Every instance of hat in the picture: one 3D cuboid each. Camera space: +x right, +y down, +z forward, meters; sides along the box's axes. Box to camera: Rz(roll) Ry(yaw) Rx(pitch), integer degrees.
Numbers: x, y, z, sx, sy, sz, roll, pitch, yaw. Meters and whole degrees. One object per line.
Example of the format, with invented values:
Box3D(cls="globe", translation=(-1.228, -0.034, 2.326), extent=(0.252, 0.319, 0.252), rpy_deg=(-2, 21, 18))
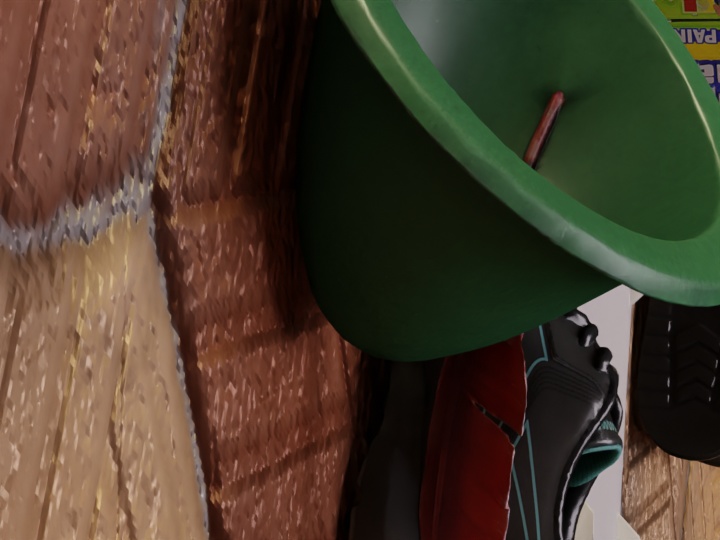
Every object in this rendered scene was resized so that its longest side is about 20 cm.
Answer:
Box3D(cls="hat", translation=(0.000, 0.000, 0.842), extent=(0.165, 0.176, 0.200), rpy_deg=(25, 35, -33))

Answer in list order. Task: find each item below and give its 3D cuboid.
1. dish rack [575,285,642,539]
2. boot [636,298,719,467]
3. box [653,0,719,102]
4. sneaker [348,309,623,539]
Box3D(cls="dish rack", translation=(0.080, 0.046, 1.127), extent=(0.172, 0.043, 0.201), rpy_deg=(34, 58, -73))
Box3D(cls="boot", translation=(0.178, -0.002, 1.466), extent=(0.138, 0.077, 0.201), rpy_deg=(42, 64, -76))
Box3D(cls="box", translation=(0.160, -0.196, 1.254), extent=(0.200, 0.121, 0.193), rpy_deg=(-71, 157, -51))
Box3D(cls="sneaker", translation=(0.045, 0.025, 0.919), extent=(0.075, 0.079, 0.201), rpy_deg=(44, 47, -70))
